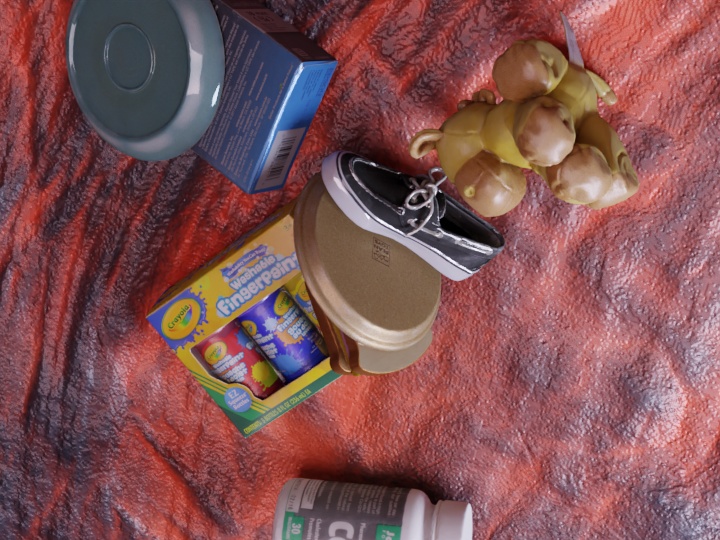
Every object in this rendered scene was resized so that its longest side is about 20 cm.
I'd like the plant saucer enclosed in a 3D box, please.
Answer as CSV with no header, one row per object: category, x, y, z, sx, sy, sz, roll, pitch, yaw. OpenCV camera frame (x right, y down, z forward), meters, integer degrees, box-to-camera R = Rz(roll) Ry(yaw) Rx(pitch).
plant saucer,-0.213,-0.203,1.479,0.199,0.027,0.202,8,104,34

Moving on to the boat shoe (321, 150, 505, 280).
boat shoe,0.053,-0.059,1.461,0.199,0.074,0.068,36,132,-25

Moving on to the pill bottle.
pill bottle,0.014,0.282,1.635,0.198,0.113,0.114,3,114,11

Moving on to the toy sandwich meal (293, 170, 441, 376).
toy sandwich meal,0.000,0.000,1.487,0.070,0.205,0.206,-28,106,42

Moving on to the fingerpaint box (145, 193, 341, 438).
fingerpaint box,-0.088,0.047,1.577,0.199,0.073,0.167,-33,103,23

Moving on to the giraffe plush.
giraffe plush,0.135,-0.120,1.406,0.161,0.201,0.172,-30,129,27

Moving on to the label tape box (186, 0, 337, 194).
label tape box,-0.133,-0.189,1.481,0.200,0.063,0.145,38,119,23
